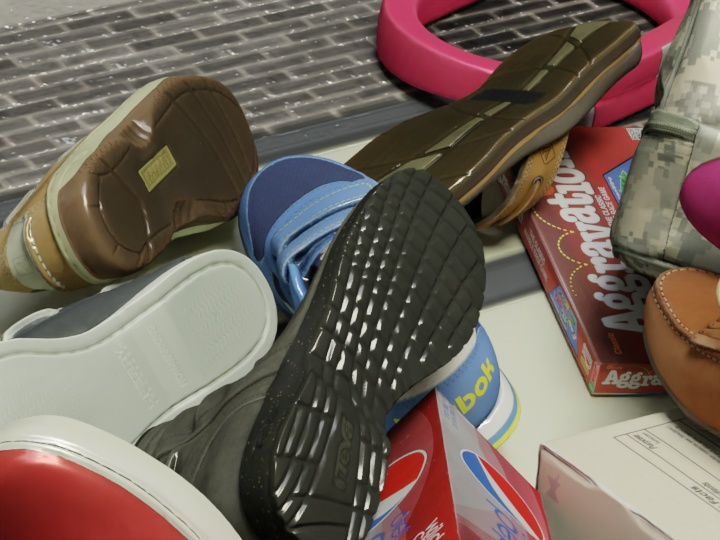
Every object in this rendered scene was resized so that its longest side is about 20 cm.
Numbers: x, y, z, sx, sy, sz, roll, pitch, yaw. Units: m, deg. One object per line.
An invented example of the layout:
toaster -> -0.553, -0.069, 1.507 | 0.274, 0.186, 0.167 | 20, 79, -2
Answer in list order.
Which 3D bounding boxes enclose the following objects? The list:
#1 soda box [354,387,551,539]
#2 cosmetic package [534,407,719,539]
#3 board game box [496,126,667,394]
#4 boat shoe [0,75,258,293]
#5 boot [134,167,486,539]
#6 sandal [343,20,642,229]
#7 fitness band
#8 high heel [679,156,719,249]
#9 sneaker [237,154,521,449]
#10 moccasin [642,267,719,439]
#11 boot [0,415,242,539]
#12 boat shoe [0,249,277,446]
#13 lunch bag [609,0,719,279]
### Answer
soda box -> 0.029, 0.113, 0.983 | 0.063, 0.070, 0.200 | 45, 10, -12
cosmetic package -> 0.175, 0.099, 1.102 | 0.199, 0.071, 0.105 | -11, 28, -29
board game box -> 0.131, -0.009, 1.311 | 0.102, 0.020, 0.200 | -1, 35, -14
boat shoe -> -0.110, -0.037, 1.242 | 0.076, 0.072, 0.200 | -22, 5, 23
boot -> -0.037, 0.047, 1.064 | 0.068, 0.130, 0.200 | 49, 43, -20
sandal -> 0.062, -0.054, 1.315 | 0.200, 0.055, 0.082 | -38, 29, -32
fitness band -> 0.098, -0.129, 1.471 | 0.143, 0.038, 0.200 | 29, 36, 30
high heel -> 0.218, 0.014, 1.092 | 0.199, 0.068, 0.096 | 16, 38, 2
sneaker -> 0.000, 0.000, 1.186 | 0.074, 0.082, 0.200 | -37, 44, -4
moccasin -> 0.169, 0.037, 1.050 | 0.073, 0.078, 0.201 | -5, 22, -17
boot -> -0.072, 0.153, 0.880 | 0.072, 0.200, 0.144 | -26, 22, 29
boat shoe -> -0.118, 0.053, 1.112 | 0.200, 0.076, 0.060 | -24, 4, -41
lunch bag -> 0.221, -0.059, 1.215 | 0.199, 0.168, 0.139 | 15, 2, 6
